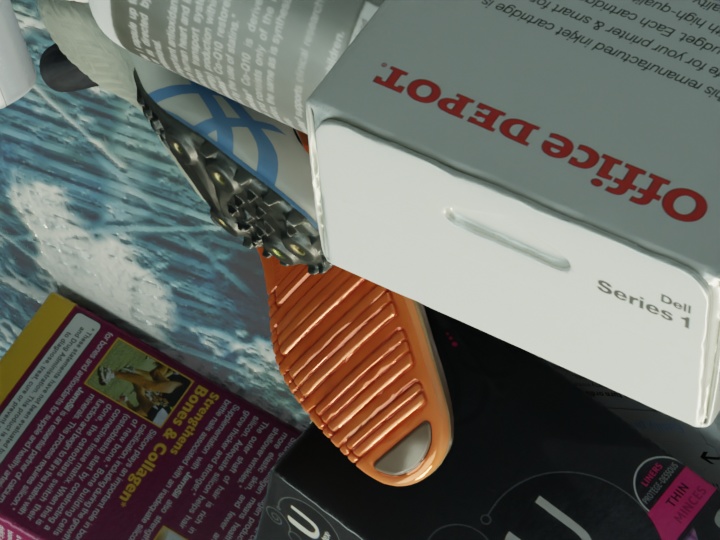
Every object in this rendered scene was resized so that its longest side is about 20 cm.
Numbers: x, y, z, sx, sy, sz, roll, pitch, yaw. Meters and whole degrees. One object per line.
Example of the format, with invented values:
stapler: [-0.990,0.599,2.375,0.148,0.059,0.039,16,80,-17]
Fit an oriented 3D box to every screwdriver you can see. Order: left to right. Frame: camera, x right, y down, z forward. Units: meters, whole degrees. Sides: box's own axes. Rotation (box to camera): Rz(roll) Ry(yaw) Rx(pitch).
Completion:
screwdriver: [-0.074,-0.103,1.181,0.200,0.028,0.029,-8,159,45]

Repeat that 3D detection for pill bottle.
pill bottle: [-0.031,-0.119,1.021,0.200,0.114,0.114,26,149,16]

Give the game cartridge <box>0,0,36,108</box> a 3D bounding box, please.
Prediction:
game cartridge: [-0.181,-0.160,1.091,0.133,0.040,0.200,80,166,-48]

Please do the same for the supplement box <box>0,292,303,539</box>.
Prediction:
supplement box: [-0.116,0.126,1.436,0.200,0.131,0.103,30,151,11]

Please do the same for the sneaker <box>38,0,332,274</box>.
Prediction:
sneaker: [-0.059,-0.075,1.094,0.200,0.072,0.072,48,169,36]

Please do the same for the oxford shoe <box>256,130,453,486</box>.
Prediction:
oxford shoe: [0.000,0.000,1.126,0.071,0.200,0.073,-38,151,28]

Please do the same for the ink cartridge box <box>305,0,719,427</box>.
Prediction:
ink cartridge box: [0.094,-0.067,0.882,0.145,0.200,0.084,24,147,20]

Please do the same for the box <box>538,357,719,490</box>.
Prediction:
box: [0.100,0.050,1.200,0.156,0.041,0.200,2,136,43]

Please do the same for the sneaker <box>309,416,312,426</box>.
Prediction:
sneaker: [0.021,0.129,1.329,0.088,0.075,0.200,53,164,36]

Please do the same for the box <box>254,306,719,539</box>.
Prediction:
box: [0.068,0.124,1.157,0.200,0.122,0.106,36,151,12]
